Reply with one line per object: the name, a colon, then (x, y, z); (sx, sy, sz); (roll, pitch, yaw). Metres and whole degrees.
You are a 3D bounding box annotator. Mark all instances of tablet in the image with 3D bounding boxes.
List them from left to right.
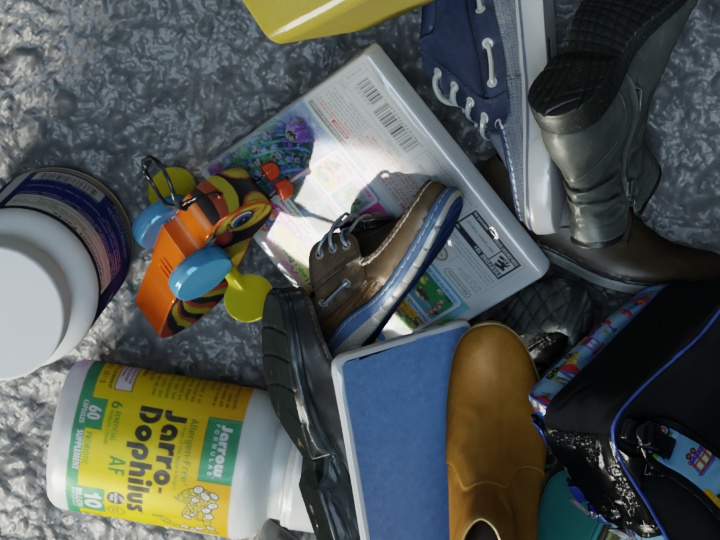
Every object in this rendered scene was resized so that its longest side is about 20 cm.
tablet: (0.044, 0.144, 1.610); (0.014, 0.130, 0.200); (-1, 101, 50)

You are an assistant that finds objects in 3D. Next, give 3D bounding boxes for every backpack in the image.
backpack: (0.233, 0.125, 1.559); (0.183, 0.135, 0.200); (-43, 113, -26)

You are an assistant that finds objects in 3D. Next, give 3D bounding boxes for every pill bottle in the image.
pill bottle: (-0.233, 0.003, 1.621); (0.116, 0.200, 0.116); (2, 105, 6)
pill bottle: (-0.121, 0.135, 1.691); (0.200, 0.113, 0.113); (10, 106, 3)

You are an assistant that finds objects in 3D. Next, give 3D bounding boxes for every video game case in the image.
video game case: (0.008, -0.038, 1.643); (0.182, 0.024, 0.200); (-32, 101, 37)

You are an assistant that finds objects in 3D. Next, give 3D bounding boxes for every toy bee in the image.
toy bee: (-0.097, -0.025, 1.634); (0.109, 0.200, 0.131); (-26, 88, -22)

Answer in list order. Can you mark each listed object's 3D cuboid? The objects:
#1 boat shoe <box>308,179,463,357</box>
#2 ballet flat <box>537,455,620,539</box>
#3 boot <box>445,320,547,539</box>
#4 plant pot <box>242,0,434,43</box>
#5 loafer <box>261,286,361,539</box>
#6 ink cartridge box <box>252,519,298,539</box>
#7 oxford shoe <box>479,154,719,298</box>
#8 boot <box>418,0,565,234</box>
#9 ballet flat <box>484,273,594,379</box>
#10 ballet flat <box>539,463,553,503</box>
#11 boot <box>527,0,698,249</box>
boat shoe: (0.000, 0.000, 1.609); (0.072, 0.072, 0.200); (39, 129, 3)
ballet flat: (0.169, 0.144, 1.646); (0.071, 0.071, 0.200); (7, 66, 4)
boot: (0.089, 0.143, 1.550); (0.071, 0.144, 0.201); (-2, 98, 8)
plant pot: (-0.002, -0.257, 1.522); (0.176, 0.200, 0.200); (-38, 81, 29)
loafer: (-0.016, 0.101, 1.615); (0.072, 0.073, 0.200); (-19, 103, -17)
ink cartridge box: (-0.119, 0.285, 1.740); (0.037, 0.095, 0.200); (37, 106, -5)
oxford shoe: (0.174, -0.032, 1.637); (0.200, 0.073, 0.084); (18, 104, 1)
boot: (0.091, -0.120, 1.605); (0.090, 0.073, 0.200); (-5, 76, 13)
ballet flat: (0.096, 0.072, 1.655); (0.066, 0.057, 0.200); (36, 131, -5)
ballet flat: (0.074, 0.195, 1.693); (0.200, 0.071, 0.071); (-15, 103, 2)
boot: (0.183, -0.116, 1.591); (0.068, 0.200, 0.131); (13, 139, 35)
